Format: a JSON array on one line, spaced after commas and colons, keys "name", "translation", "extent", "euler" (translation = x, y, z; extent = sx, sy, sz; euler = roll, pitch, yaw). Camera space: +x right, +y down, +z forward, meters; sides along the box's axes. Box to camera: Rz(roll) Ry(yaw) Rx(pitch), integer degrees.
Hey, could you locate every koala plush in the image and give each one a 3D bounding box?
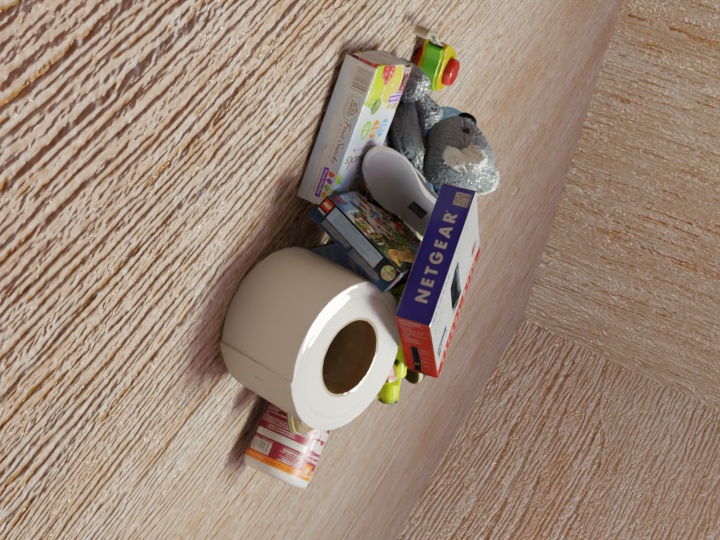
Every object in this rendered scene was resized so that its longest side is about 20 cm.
[{"name": "koala plush", "translation": [0.109, -0.175, 1.634], "extent": [0.186, 0.198, 0.177], "euler": [-64, 165, -5]}]

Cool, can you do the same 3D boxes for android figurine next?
[{"name": "android figurine", "translation": [0.052, 0.083, 1.610], "extent": [0.182, 0.040, 0.203], "euler": [-78, 174, -74]}]

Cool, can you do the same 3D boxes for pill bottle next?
[{"name": "pill bottle", "translation": [-0.094, 0.221, 1.712], "extent": [0.110, 0.108, 0.202], "euler": [53, 59, -73]}]

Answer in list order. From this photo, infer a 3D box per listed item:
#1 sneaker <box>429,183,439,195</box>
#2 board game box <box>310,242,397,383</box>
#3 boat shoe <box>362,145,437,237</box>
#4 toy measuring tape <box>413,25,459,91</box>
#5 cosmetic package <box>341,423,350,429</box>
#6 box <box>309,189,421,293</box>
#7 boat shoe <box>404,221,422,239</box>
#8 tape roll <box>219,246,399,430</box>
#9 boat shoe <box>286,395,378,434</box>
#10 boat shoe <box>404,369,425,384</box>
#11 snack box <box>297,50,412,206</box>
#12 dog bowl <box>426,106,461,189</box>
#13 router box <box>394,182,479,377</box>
[{"name": "sneaker", "translation": [0.081, -0.108, 1.753], "extent": [0.200, 0.081, 0.072], "euler": [-115, -153, -65]}, {"name": "board game box", "translation": [-0.010, 0.058, 1.551], "extent": [0.019, 0.102, 0.203], "euler": [-17, 95, -38]}, {"name": "boat shoe", "translation": [0.061, -0.117, 1.554], "extent": [0.070, 0.067, 0.199], "euler": [-41, 132, 13]}, {"name": "toy measuring tape", "translation": [0.104, -0.310, 1.667], "extent": [0.074, 0.073, 0.200], "euler": [-67, 165, 6]}, {"name": "cosmetic package", "translation": [-0.015, 0.144, 1.824], "extent": [0.202, 0.089, 0.107], "euler": [-65, -169, 7]}, {"name": "box", "translation": [0.021, -0.044, 1.477], "extent": [0.038, 0.137, 0.200], "euler": [-46, 173, 16]}, {"name": "boat shoe", "translation": [0.069, 0.011, 1.834], "extent": [0.073, 0.074, 0.203], "euler": [-10, 91, -32]}, {"name": "tape roll", "translation": [-0.061, 0.087, 1.449], "extent": [0.202, 0.138, 0.205], "euler": [-28, 129, -40]}, {"name": "boat shoe", "translation": [-0.032, 0.187, 1.634], "extent": [0.199, 0.064, 0.073], "euler": [-21, 112, -53]}, {"name": "boat shoe", "translation": [0.082, 0.072, 1.737], "extent": [0.065, 0.071, 0.204], "euler": [-14, 93, -32]}, {"name": "snack box", "translation": [-0.006, -0.190, 1.494], "extent": [0.142, 0.053, 0.202], "euler": [-25, 139, -66]}, {"name": "dog bowl", "translation": [0.121, -0.174, 1.867], "extent": [0.049, 0.111, 0.202], "euler": [-20, 134, -50]}, {"name": "router box", "translation": [0.106, 0.017, 1.492], "extent": [0.180, 0.048, 0.202], "euler": [74, 34, -64]}]
